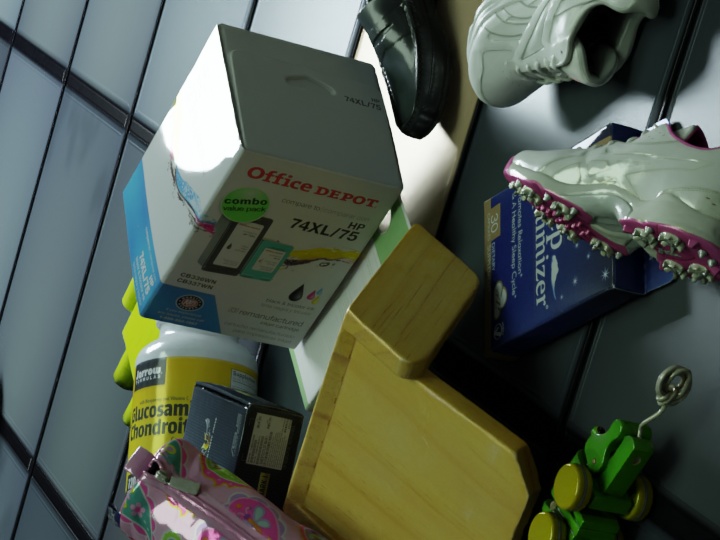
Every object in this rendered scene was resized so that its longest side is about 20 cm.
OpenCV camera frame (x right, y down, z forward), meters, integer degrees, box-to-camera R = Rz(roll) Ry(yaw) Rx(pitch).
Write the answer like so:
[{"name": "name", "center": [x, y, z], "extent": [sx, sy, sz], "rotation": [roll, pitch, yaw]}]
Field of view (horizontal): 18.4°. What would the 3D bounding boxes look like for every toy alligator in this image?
[{"name": "toy alligator", "center": [0.156, 0.130, 1.434], "extent": [0.201, 0.059, 0.054], "rotation": [-65, 29, 24]}]

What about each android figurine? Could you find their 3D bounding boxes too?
[{"name": "android figurine", "center": [-0.189, 0.056, 2.164], "extent": [0.201, 0.041, 0.183], "rotation": [-61, 31, 33]}]

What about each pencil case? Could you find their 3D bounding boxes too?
[{"name": "pencil case", "center": [-0.084, 0.200, 1.598], "extent": [0.199, 0.087, 0.088], "rotation": [33, 113, 23]}]

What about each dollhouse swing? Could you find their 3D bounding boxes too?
[{"name": "dollhouse swing", "center": [0.060, 0.116, 1.605], "extent": [0.182, 0.175, 0.201], "rotation": [-51, -17, -51]}]

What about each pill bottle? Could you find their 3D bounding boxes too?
[{"name": "pill bottle", "center": [-0.148, 0.125, 1.972], "extent": [0.112, 0.111, 0.202], "rotation": [-28, 55, 57]}]

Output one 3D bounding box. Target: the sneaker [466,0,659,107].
[{"name": "sneaker", "center": [0.141, -0.163, 1.573], "extent": [0.200, 0.077, 0.100], "rotation": [-47, 44, 47]}]

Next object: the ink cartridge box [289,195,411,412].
[{"name": "ink cartridge box", "center": [0.000, 0.000, 1.808], "extent": [0.201, 0.048, 0.146], "rotation": [-56, 34, 33]}]

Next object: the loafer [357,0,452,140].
[{"name": "loafer", "center": [0.030, -0.196, 1.805], "extent": [0.068, 0.070, 0.202], "rotation": [-45, 41, 47]}]

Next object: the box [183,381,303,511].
[{"name": "box", "center": [-0.109, 0.195, 1.735], "extent": [0.158, 0.051, 0.202], "rotation": [-168, 91, -71]}]

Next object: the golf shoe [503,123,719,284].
[{"name": "golf shoe", "center": [0.179, -0.055, 1.437], "extent": [0.199, 0.075, 0.092], "rotation": [21, 75, 46]}]

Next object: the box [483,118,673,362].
[{"name": "box", "center": [0.148, -0.023, 1.545], "extent": [0.200, 0.032, 0.122], "rotation": [-31, 52, 54]}]

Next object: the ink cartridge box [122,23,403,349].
[{"name": "ink cartridge box", "center": [-0.082, -0.066, 1.783], "extent": [0.200, 0.146, 0.147], "rotation": [-56, 33, 38]}]
